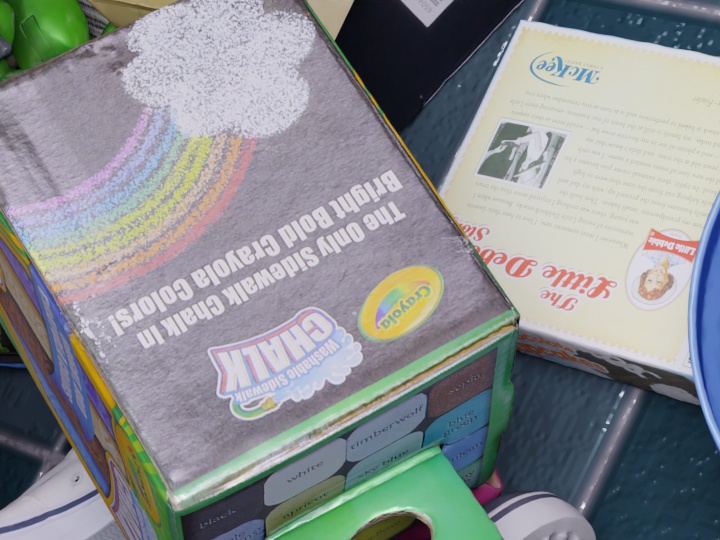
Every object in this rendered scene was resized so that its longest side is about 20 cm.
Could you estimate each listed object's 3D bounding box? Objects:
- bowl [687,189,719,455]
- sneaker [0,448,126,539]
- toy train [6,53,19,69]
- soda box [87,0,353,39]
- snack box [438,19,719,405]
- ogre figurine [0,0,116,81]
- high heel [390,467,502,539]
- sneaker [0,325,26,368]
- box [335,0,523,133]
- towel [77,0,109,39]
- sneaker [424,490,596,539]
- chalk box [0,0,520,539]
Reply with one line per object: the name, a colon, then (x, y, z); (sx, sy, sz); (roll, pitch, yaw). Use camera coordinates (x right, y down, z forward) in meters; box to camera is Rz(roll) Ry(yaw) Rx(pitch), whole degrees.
bowl: (0.202, 0.016, 0.782); (0.199, 0.039, 0.202); (-7, 67, 17)
sneaker: (-0.113, 0.109, 0.981); (0.199, 0.073, 0.071); (-23, 27, 24)
toy train: (-0.156, -0.083, 1.092); (0.034, 0.046, 0.200); (-21, 23, 13)
soda box: (-0.019, -0.163, 0.920); (0.064, 0.068, 0.201); (14, 73, 39)
snack box: (0.114, -0.016, 0.898); (0.199, 0.037, 0.117); (16, 75, 42)
ogre figurine: (-0.133, -0.076, 0.958); (0.098, 0.120, 0.200); (-37, 8, -5)
high heel: (0.000, 0.000, 0.920); (0.096, 0.067, 0.201); (-19, 81, 39)
sneaker: (-0.157, -0.001, 1.059); (0.198, 0.083, 0.071); (-14, 55, 27)
box: (-0.010, -0.180, 1.044); (0.148, 0.107, 0.200); (-46, 47, 4)
towel: (-0.104, -0.149, 1.025); (0.034, 0.194, 0.200); (-20, 20, -18)
sneaker: (-0.010, 0.138, 0.869); (0.200, 0.078, 0.079); (-48, 52, 5)
chalk box: (-0.030, 0.028, 0.816); (0.124, 0.124, 0.201); (-26, 67, -14)
